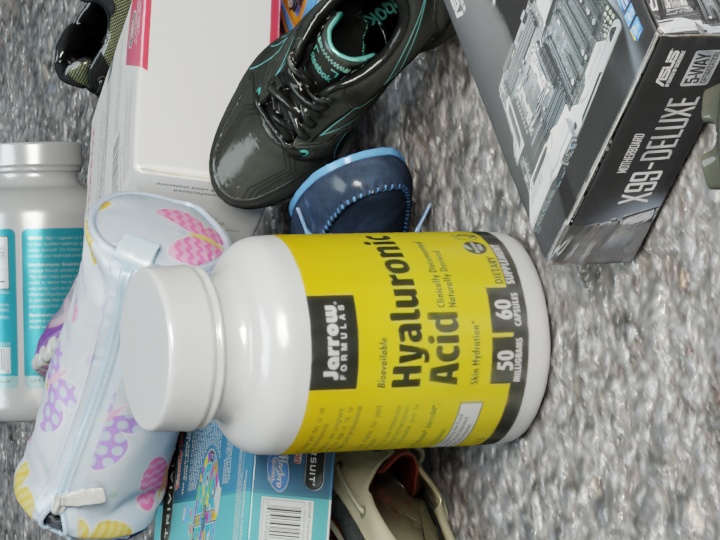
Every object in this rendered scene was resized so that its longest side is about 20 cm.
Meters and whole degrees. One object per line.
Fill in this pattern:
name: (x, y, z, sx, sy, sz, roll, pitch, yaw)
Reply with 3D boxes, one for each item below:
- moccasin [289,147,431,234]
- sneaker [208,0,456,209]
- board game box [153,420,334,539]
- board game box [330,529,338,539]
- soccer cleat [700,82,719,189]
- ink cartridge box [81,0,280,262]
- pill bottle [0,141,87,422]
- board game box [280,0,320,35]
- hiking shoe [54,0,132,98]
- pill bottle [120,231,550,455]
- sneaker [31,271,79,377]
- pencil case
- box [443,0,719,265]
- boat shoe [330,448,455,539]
moccasin: (0.000, 0.000, 1.648, 0.200, 0.080, 0.068, 102, 153, -64)
sneaker: (-0.022, -0.106, 1.570, 0.075, 0.079, 0.200, 47, 116, 9)
board game box: (-0.064, 0.096, 1.641, 0.200, 0.047, 0.151, 160, 115, -71)
board game box: (-0.067, 0.232, 1.824, 0.200, 0.062, 0.200, 136, 129, -62)
soccer cleat: (0.183, -0.119, 1.213, 0.084, 0.065, 0.201, -5, 81, 38)
ink cartridge box: (-0.107, -0.068, 1.748, 0.200, 0.084, 0.145, 118, 156, -60)
pill bottle: (-0.234, 0.008, 2.156, 0.111, 0.111, 0.200, -179, 88, -68)
board game box: (-0.038, -0.189, 1.760, 0.200, 0.037, 0.151, 114, 147, -46)
hiking shoe: (-0.144, -0.132, 1.895, 0.076, 0.100, 0.200, -110, 8, -52)
pill bottle: (-0.015, 0.037, 1.498, 0.111, 0.200, 0.112, 178, 90, -68)
sneaker: (-0.165, 0.011, 2.034, 0.200, 0.080, 0.089, -45, 44, 50)
pencil case: (-0.134, 0.054, 1.647, 0.083, 0.091, 0.200, 32, 121, 22)
box: (0.103, -0.128, 1.398, 0.158, 0.050, 0.200, 113, 147, -46)
boat shoe: (0.014, 0.124, 1.605, 0.063, 0.071, 0.200, -59, 33, 35)
